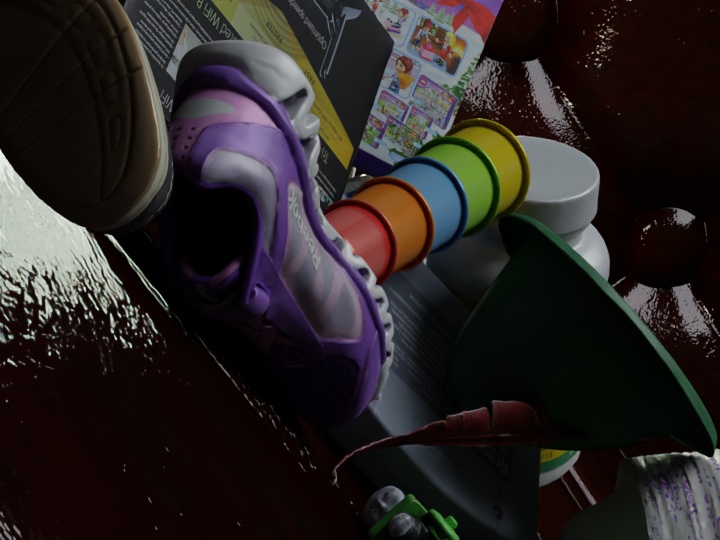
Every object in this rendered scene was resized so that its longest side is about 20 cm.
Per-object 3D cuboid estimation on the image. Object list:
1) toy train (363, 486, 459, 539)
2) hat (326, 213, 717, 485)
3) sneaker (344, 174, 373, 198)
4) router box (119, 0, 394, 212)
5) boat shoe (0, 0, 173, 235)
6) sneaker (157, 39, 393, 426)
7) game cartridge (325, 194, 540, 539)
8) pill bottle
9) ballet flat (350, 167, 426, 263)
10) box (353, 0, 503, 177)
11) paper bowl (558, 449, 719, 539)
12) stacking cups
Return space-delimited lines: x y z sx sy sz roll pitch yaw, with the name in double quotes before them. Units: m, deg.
"toy train" 0.061 0.170 1.001 0.200 0.042 0.056 51 -2 -38
"hat" 0.067 0.082 1.070 0.200 0.176 0.166 52 -8 -31
"sneaker" -0.001 0.001 1.217 0.112 0.077 0.200 56 6 10
"router box" -0.067 -0.111 1.007 0.200 0.052 0.158 50 50 -45
"boat shoe" -0.120 -0.087 0.808 0.200 0.072 0.065 53 9 34
"sneaker" -0.048 0.000 0.913 0.089 0.080 0.201 -62 141 -47
"game cartridge" 0.033 0.066 1.088 0.200 0.040 0.134 46 33 -34
"pill bottle" 0.093 0.025 1.231 0.113 0.112 0.201 -115 -154 -56
"ballet flat" 0.012 -0.018 1.371 0.071 0.069 0.202 6 70 -31
"box" -0.024 -0.153 1.238 0.199 0.138 0.039 27 -17 -13
"paper bowl" 0.167 0.204 1.120 0.201 0.103 0.202 -6 90 -89
"stacking cups" 0.022 -0.033 1.049 0.061 0.060 0.200 56 32 5
